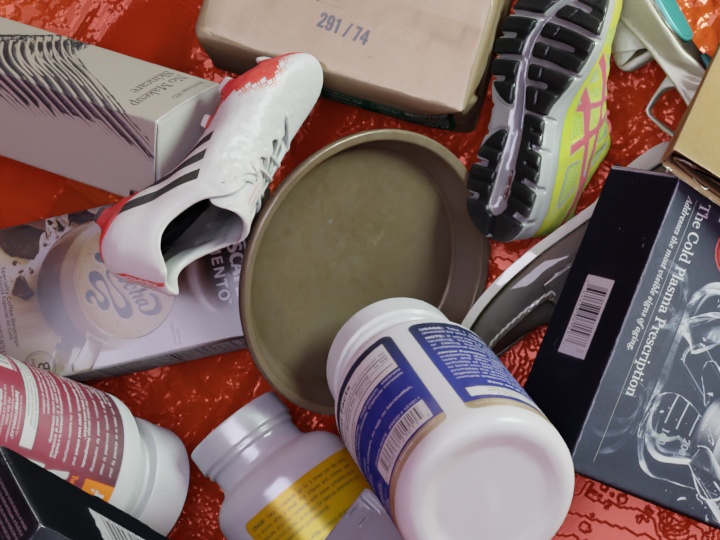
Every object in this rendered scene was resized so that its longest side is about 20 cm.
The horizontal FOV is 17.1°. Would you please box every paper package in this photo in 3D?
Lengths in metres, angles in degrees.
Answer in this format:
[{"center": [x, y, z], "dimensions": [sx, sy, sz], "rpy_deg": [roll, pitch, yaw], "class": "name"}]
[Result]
[{"center": [0.005, -0.210, 1.649], "dimensions": [0.200, 0.103, 0.191], "rpy_deg": [16, 88, 8], "class": "paper package"}]

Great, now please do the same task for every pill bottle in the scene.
[{"center": [-0.217, 0.121, 1.593], "dimensions": [0.110, 0.200, 0.110], "rpy_deg": [-24, 55, 39], "class": "pill bottle"}, {"center": [-0.025, 0.180, 1.616], "dimensions": [0.104, 0.104, 0.200], "rpy_deg": [-40, 82, 2], "class": "pill bottle"}, {"center": [0.050, 0.099, 1.526], "dimensions": [0.116, 0.200, 0.116], "rpy_deg": [-7, 116, -15], "class": "pill bottle"}]

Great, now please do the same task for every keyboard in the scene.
[{"center": [-0.028, 0.227, 1.566], "dimensions": [0.056, 0.011, 0.200], "rpy_deg": [41, 120, 8], "class": "keyboard"}]

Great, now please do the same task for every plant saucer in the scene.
[{"center": [0.000, 0.000, 1.612], "dimensions": [0.029, 0.200, 0.200], "rpy_deg": [27, 88, 52], "class": "plant saucer"}]

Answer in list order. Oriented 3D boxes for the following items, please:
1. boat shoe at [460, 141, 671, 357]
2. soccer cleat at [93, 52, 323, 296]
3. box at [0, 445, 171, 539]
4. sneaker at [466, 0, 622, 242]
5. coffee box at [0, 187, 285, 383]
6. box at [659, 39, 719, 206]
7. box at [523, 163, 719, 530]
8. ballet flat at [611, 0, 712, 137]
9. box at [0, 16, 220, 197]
[{"center": [0.153, -0.002, 1.627], "dimensions": [0.202, 0.072, 0.060], "rpy_deg": [-41, 77, -2], "class": "boat shoe"}, {"center": [-0.085, -0.062, 1.556], "dimensions": [0.200, 0.069, 0.085], "rpy_deg": [-44, 47, -17], "class": "soccer cleat"}, {"center": [-0.193, 0.253, 1.507], "dimensions": [0.200, 0.124, 0.197], "rpy_deg": [33, 97, -28], "class": "box"}, {"center": [0.137, -0.114, 1.632], "dimensions": [0.078, 0.090, 0.200], "rpy_deg": [27, 101, 40], "class": "sneaker"}, {"center": [-0.153, 0.011, 1.660], "dimensions": [0.200, 0.080, 0.113], "rpy_deg": [-13, 82, 6], "class": "coffee box"}, {"center": [0.287, -0.077, 1.556], "dimensions": [0.163, 0.200, 0.021], "rpy_deg": [33, 127, 0], "class": "box"}, {"center": [0.224, 0.058, 1.560], "dimensions": [0.182, 0.104, 0.200], "rpy_deg": [22, 88, -21], "class": "box"}, {"center": [0.211, -0.140, 1.639], "dimensions": [0.069, 0.069, 0.200], "rpy_deg": [-36, 82, 3], "class": "ballet flat"}, {"center": [-0.198, -0.111, 1.640], "dimensions": [0.200, 0.082, 0.068], "rpy_deg": [17, 122, 25], "class": "box"}]
